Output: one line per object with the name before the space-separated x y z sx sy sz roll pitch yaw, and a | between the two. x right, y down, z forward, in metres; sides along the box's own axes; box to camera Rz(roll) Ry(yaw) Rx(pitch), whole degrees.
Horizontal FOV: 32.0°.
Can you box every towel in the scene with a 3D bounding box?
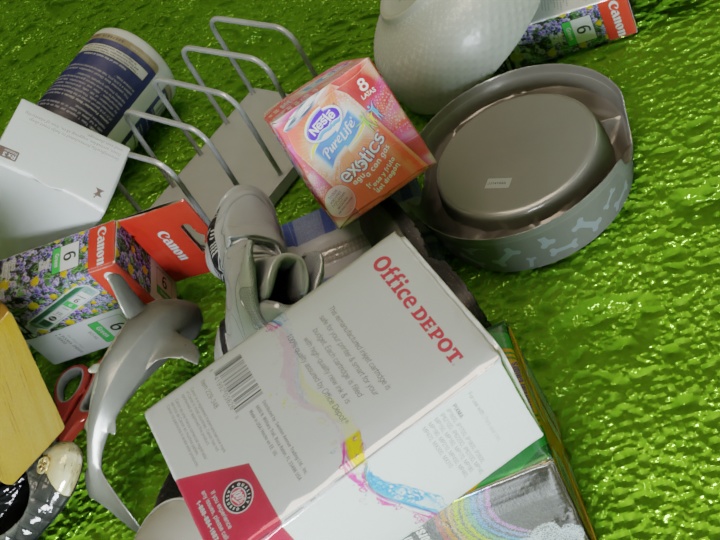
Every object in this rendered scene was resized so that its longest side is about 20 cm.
towel | 0.000 0.000 1.079 0.146 0.024 0.201 -23 41 9

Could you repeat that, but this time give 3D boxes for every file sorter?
file sorter | -0.139 -0.137 1.223 0.138 0.125 0.200 17 60 41

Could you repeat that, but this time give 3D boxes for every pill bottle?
pill bottle | -0.295 -0.155 1.347 0.110 0.111 0.201 9 55 37

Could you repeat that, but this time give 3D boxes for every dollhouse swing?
dollhouse swing | -0.371 0.091 1.020 0.175 0.183 0.200 -31 42 -21

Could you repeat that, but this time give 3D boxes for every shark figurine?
shark figurine | -0.174 0.092 1.027 0.089 0.129 0.216 5 54 23

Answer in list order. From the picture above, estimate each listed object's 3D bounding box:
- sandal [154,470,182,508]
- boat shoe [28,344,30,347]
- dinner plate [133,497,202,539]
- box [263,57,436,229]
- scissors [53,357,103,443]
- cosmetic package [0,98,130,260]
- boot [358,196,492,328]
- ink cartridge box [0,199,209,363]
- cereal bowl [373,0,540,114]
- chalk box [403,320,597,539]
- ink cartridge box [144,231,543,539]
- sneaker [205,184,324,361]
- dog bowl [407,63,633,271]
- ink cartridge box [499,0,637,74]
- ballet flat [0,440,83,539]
sandal | -0.110 0.154 0.987 0.075 0.048 0.201 -18 30 17
boat shoe | -0.360 0.122 1.148 0.064 0.075 0.203 -15 37 27
dinner plate | -0.129 0.251 0.821 0.200 0.024 0.202 -18 68 53
box | -0.015 -0.111 1.048 0.094 0.103 0.200 -34 10 0
scissors | -0.266 0.157 1.098 0.073 0.014 0.201 -5 47 26
cosmetic package | -0.299 -0.055 1.176 0.200 0.112 0.082 -49 20 50
boot | 0.006 0.024 0.984 0.131 0.070 0.200 -36 34 0
ink cartridge box | -0.220 0.013 1.123 0.198 0.109 0.051 -18 53 16
cereal bowl | 0.078 -0.252 1.174 0.200 0.083 0.201 -40 33 33
chalk box | 0.038 0.148 0.833 0.198 0.125 0.124 -22 42 10
ink cartridge box | -0.013 0.093 0.760 0.199 0.086 0.148 -34 41 -3
sneaker | -0.076 -0.007 1.027 0.115 0.074 0.201 126 147 -49
dog bowl | 0.136 -0.083 1.048 0.198 0.059 0.201 -18 43 17
ink cartridge box | 0.217 -0.263 1.180 0.198 0.051 0.110 -15 44 18
ballet flat | -0.307 0.204 1.025 0.199 0.057 0.067 -37 42 10
